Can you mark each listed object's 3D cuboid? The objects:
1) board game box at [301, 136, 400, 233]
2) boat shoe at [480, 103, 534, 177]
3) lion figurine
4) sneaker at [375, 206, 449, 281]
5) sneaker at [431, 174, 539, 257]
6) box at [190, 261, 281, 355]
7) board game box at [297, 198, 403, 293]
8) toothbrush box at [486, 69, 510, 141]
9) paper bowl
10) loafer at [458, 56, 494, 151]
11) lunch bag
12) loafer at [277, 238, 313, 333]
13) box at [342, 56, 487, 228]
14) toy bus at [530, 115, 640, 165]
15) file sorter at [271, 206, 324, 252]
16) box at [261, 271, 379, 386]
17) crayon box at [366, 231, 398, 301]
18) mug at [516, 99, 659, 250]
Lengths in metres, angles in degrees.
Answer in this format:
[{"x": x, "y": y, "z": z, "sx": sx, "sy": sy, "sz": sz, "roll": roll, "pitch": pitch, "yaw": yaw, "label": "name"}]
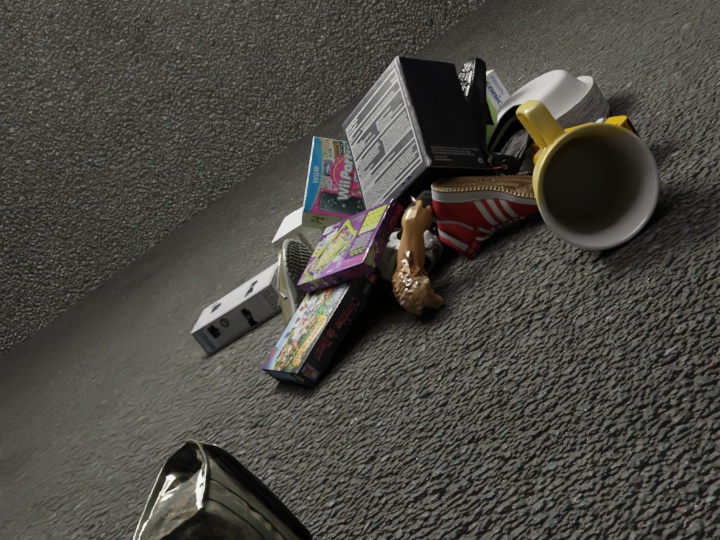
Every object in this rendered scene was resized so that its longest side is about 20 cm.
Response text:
[{"x": 0.004, "y": -0.139, "z": 1.672, "sx": 0.064, "sy": 0.198, "sz": 0.149, "roll": 105, "pitch": 172, "yaw": -69, "label": "board game box"}, {"x": 0.216, "y": -0.165, "z": 1.502, "sx": 0.073, "sy": 0.063, "sz": 0.203, "roll": 22, "pitch": 80, "yaw": 27, "label": "boat shoe"}, {"x": 0.078, "y": -0.031, "z": 1.401, "sx": 0.072, "sy": 0.202, "sz": 0.123, "roll": -4, "pitch": -13, "yaw": 3, "label": "lion figurine"}, {"x": 0.111, "y": -0.039, "z": 1.510, "sx": 0.199, "sy": 0.074, "sz": 0.088, "roll": -33, "pitch": 37, "yaw": -12, "label": "sneaker"}, {"x": 0.206, "y": -0.078, "z": 1.431, "sx": 0.198, "sy": 0.114, "sz": 0.071, "roll": 3, "pitch": 29, "yaw": 18, "label": "sneaker"}, {"x": -0.230, "y": 0.074, "z": 1.901, "sx": 0.199, "sy": 0.060, "sz": 0.117, "roll": -33, "pitch": 16, "yaw": 16, "label": "box"}, {"x": -0.018, "y": -0.035, "z": 1.487, "sx": 0.199, "sy": 0.032, "sz": 0.121, "roll": -18, "pitch": 37, "yaw": 56, "label": "board game box"}, {"x": 0.192, "y": -0.240, "z": 1.738, "sx": 0.200, "sy": 0.146, "sz": 0.086, "roll": -42, "pitch": 16, "yaw": -15, "label": "toothbrush box"}, {"x": 0.310, "y": -0.260, "z": 1.623, "sx": 0.200, "sy": 0.105, "sz": 0.201, "roll": -35, "pitch": 15, "yaw": 11, "label": "paper bowl"}, {"x": 0.195, "y": -0.263, "z": 1.657, "sx": 0.070, "sy": 0.203, "sz": 0.068, "roll": 3, "pitch": 7, "yaw": -21, "label": "loafer"}, {"x": -0.134, "y": 0.269, "z": 0.977, "sx": 0.117, "sy": 0.164, "sz": 0.200, "roll": -40, "pitch": 16, "yaw": 6, "label": "lunch bag"}, {"x": -0.115, "y": 0.037, "z": 1.628, "sx": 0.070, "sy": 0.075, "sz": 0.202, "roll": -38, "pitch": 45, "yaw": 39, "label": "loafer"}, {"x": 0.083, "y": -0.201, "z": 1.549, "sx": 0.122, "sy": 0.200, "sz": 0.200, "roll": -2, "pitch": -24, "yaw": -31, "label": "box"}, {"x": 0.326, "y": -0.171, "z": 1.416, "sx": 0.078, "sy": 0.065, "sz": 0.199, "roll": -46, "pitch": 19, "yaw": -24, "label": "toy bus"}, {"x": -0.042, "y": -0.078, "z": 1.815, "sx": 0.199, "sy": 0.125, "sz": 0.139, "roll": -31, "pitch": 16, "yaw": 16, "label": "file sorter"}, {"x": -0.063, "y": 0.081, "z": 1.487, "sx": 0.201, "sy": 0.038, "sz": 0.136, "roll": -59, "pitch": 22, "yaw": -18, "label": "box"}, {"x": 0.000, "y": 0.000, "z": 1.643, "sx": 0.126, "sy": 0.052, "sz": 0.199, "roll": -47, "pitch": 19, "yaw": -29, "label": "crayon box"}, {"x": 0.282, "y": -0.130, "z": 1.217, "sx": 0.148, "sy": 0.189, "sz": 0.153, "roll": -8, "pitch": 9, "yaw": 2, "label": "mug"}]
